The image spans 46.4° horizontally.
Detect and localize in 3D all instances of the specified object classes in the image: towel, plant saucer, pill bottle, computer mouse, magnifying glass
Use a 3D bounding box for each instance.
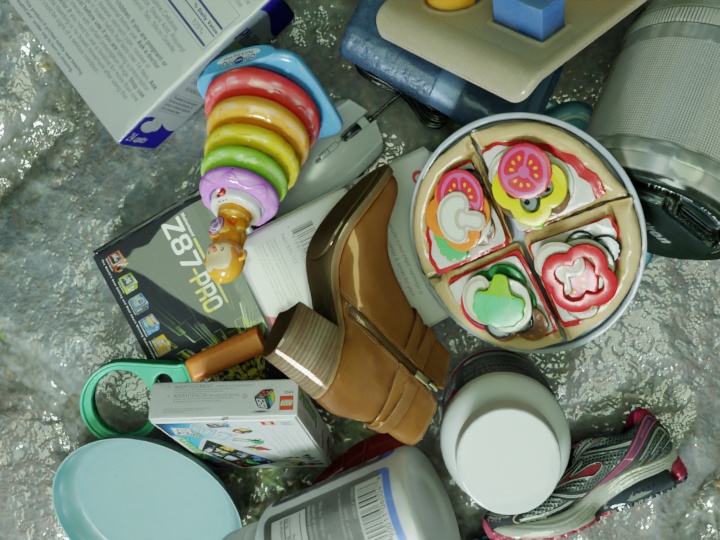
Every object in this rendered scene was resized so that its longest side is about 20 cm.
[{"bbox_3d":[0.084,-0.195,0.770,0.197,0.049,0.113,29,69,1],"label":"towel"},{"bbox_3d":[-0.207,0.238,0.830,0.195,0.028,0.204,5,119,8],"label":"plant saucer"},{"bbox_3d":[-0.021,0.241,0.728,0.197,0.114,0.116,-27,91,17],"label":"pill bottle"},{"bbox_3d":[-0.017,-0.121,0.805,0.200,0.044,0.110,-43,90,7],"label":"computer mouse"},{"bbox_3d":[-0.181,0.104,0.805,0.196,0.022,0.081,-24,94,8],"label":"magnifying glass"},{"bbox_3d":[0.124,0.138,0.732,0.108,0.200,0.114,0,94,6],"label":"pill bottle"}]

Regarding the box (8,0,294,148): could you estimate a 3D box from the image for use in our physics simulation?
[{"bbox_3d":[-0.193,-0.251,0.783,0.199,0.105,0.185,-39,89,8],"label":"box"}]

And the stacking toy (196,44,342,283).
[{"bbox_3d":[-0.097,-0.079,0.711,0.114,0.110,0.204,-7,55,29],"label":"stacking toy"}]

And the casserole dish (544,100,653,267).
[{"bbox_3d":[0.201,-0.064,0.790,0.119,0.039,0.203,-26,91,7],"label":"casserole dish"}]

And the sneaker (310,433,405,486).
[{"bbox_3d":[-0.001,0.252,0.828,0.199,0.079,0.116,-38,99,19],"label":"sneaker"}]

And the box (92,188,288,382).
[{"bbox_3d":[-0.147,0.032,0.829,0.159,0.049,0.203,-27,93,5],"label":"box"}]

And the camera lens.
[{"bbox_3d":[0.275,-0.123,0.696,0.157,0.160,0.203,25,79,3],"label":"camera lens"}]

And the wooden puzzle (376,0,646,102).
[{"bbox_3d":[0.133,-0.242,0.698,0.199,0.047,0.184,-41,51,-16],"label":"wooden puzzle"}]

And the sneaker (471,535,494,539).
[{"bbox_3d":[0.156,0.349,0.804,0.069,0.083,0.204,-21,91,7],"label":"sneaker"}]

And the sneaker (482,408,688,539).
[{"bbox_3d":[0.204,0.201,0.794,0.196,0.081,0.076,-23,76,-6],"label":"sneaker"}]

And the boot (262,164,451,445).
[{"bbox_3d":[0.021,0.030,0.701,0.153,0.073,0.203,33,72,-20],"label":"boot"}]

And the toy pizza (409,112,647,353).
[{"bbox_3d":[0.126,-0.023,0.672,0.196,0.032,0.205,11,115,24],"label":"toy pizza"}]

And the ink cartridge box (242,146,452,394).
[{"bbox_3d":[0.000,0.000,0.769,0.197,0.083,0.149,-26,92,-10],"label":"ink cartridge box"}]

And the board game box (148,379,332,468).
[{"bbox_3d":[-0.099,0.144,0.761,0.123,0.201,0.035,-2,66,5],"label":"board game box"}]
